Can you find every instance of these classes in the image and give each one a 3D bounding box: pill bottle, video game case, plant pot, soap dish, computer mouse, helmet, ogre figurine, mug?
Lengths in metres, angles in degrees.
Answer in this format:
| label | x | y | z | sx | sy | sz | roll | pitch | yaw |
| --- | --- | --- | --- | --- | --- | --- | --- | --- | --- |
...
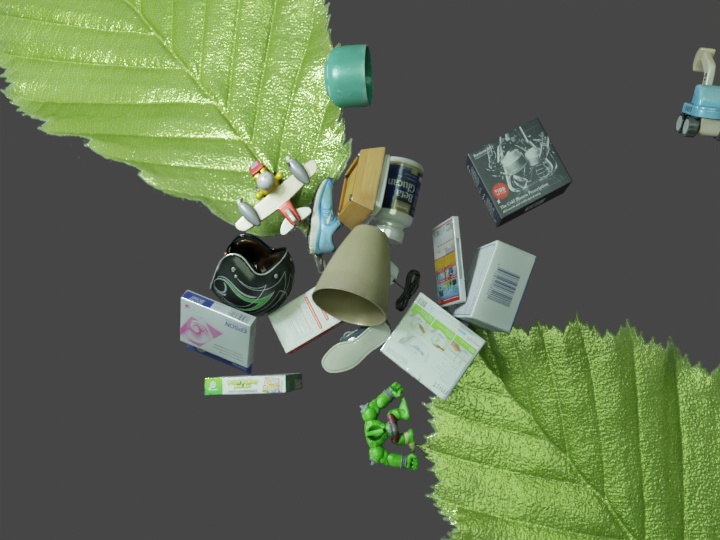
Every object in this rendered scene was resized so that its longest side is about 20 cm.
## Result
| label | x | y | z | sx | sy | sz | roll | pitch | yaw |
| --- | --- | --- | --- | --- | --- | --- | --- | --- | --- |
| pill bottle | 0.088 | -0.174 | 1.592 | 0.109 | 0.111 | 0.205 | 12 | 84 | 8 |
| video game case | 0.215 | -0.017 | 1.543 | 0.017 | 0.143 | 0.205 | -2 | 82 | -15 |
| plant pot | 0.000 | 0.000 | 1.508 | 0.183 | 0.188 | 0.203 | 15 | 65 | 8 |
| soap dish | 0.004 | -0.200 | 1.551 | 0.080 | 0.200 | 0.161 | 14 | 76 | -12 |
| computer mouse | 0.055 | 0.006 | 1.605 | 0.198 | 0.044 | 0.111 | 34 | 88 | 10 |
| helmet | -0.260 | 0.018 | 1.567 | 0.188 | 0.200 | 0.203 | 26 | 86 | -8 |
| ogre figurine | 0.066 | 0.385 | 1.529 | 0.117 | 0.098 | 0.205 | -10 | 92 | -7 |
| mug | -0.030 | -0.505 | 1.642 | 0.112 | 0.185 | 0.156 | -1 | 106 | 9 |

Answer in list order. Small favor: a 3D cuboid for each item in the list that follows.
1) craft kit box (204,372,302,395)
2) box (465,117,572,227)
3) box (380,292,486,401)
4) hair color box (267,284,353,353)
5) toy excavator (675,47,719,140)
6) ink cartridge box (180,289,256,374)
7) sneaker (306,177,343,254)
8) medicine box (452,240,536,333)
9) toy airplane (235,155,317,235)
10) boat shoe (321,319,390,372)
| label | x | y | z | sx | sy | sz | roll | pitch | yaw |
| --- | --- | --- | --- | --- | --- | --- | --- | --- | --- |
| craft kit box | -0.253 | 0.275 | 1.527 | 0.193 | 0.200 | 0.050 | -6 | 81 | 4 |
| box | 0.390 | -0.242 | 1.570 | 0.197 | 0.104 | 0.185 | -27 | 79 | 2 |
| box | 0.176 | 0.186 | 1.541 | 0.198 | 0.097 | 0.178 | 35 | 88 | 9 |
| hair color box | -0.123 | 0.114 | 1.602 | 0.197 | 0.064 | 0.112 | -30 | 80 | 3 |
| toy excavator | 0.847 | -0.433 | 1.537 | 0.098 | 0.195 | 0.204 | 9 | 111 | 8 |
| ink cartridge box | -0.358 | 0.167 | 1.571 | 0.193 | 0.043 | 0.203 | 19 | 126 | 10 |
| sneaker | -0.087 | -0.140 | 1.639 | 0.088 | 0.078 | 0.205 | 8 | 86 | -12 |
| medicine box | 0.310 | 0.042 | 1.485 | 0.101 | 0.200 | 0.186 | 21 | 85 | -2 |
| toy airplane | -0.216 | -0.193 | 1.594 | 0.195 | 0.141 | 0.204 | 4 | 71 | 18 |
| boat shoe | -0.010 | 0.185 | 1.578 | 0.199 | 0.062 | 0.075 | -39 | 96 | 9 |
